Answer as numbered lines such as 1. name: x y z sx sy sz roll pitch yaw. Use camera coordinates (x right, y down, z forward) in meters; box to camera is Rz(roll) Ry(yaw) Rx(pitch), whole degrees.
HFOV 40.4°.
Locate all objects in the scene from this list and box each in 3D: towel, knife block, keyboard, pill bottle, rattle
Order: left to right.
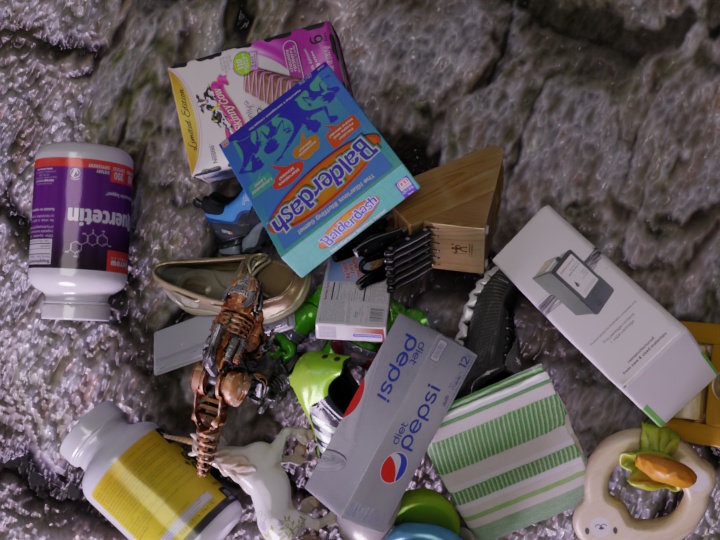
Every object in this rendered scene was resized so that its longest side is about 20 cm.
1. pill bottle: -0.325 -0.043 1.138 0.112 0.112 0.201 1 86 10
2. pill bottle: -0.238 0.242 1.100 0.200 0.112 0.112 41 93 10
3. keyboard: -0.159 0.068 1.117 0.199 0.011 0.056 -20 54 24
4. knife block: 0.056 -0.060 1.045 0.175 0.064 0.200 8 44 13
5. towel: 0.157 0.196 1.024 0.152 0.023 0.200 -24 123 7
6. rattle: 0.265 0.259 0.977 0.130 0.143 0.200 38 105 -10

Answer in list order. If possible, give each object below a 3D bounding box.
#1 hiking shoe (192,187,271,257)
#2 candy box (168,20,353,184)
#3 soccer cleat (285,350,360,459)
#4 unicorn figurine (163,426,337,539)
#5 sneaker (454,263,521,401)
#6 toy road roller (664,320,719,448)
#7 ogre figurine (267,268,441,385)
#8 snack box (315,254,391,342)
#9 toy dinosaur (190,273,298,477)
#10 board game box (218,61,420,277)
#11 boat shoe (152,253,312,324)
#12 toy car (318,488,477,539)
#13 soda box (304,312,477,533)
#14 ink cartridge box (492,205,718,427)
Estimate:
1. hiking shoe: -0.089 -0.089 1.112 0.200 0.074 0.087 -29 101 6
2. candy box: -0.110 -0.193 1.140 0.199 0.061 0.137 -15 84 9
3. soccer cleat: -0.011 0.172 1.048 0.081 0.068 0.200 -2 124 35
4. unicorn figurine: -0.101 0.228 1.071 0.200 0.137 0.074 57 133 21
5. sneaker: 0.143 0.082 1.051 0.090 0.066 0.200 20 71 31
6. toy road roller: 0.417 0.124 1.013 0.200 0.146 0.123 3 85 47
7. ogre figurine: 0.006 0.079 1.082 0.200 0.098 0.120 27 102 22
8. snack box: 0.000 0.000 1.048 0.072 0.200 0.024 2 129 5
9. toy dinosaur: -0.139 0.105 1.013 0.102 0.136 0.200 37 94 17
10. board game box: -0.049 -0.110 1.023 0.152 0.045 0.200 -37 50 5
11. boat shoe: -0.145 0.014 1.088 0.200 0.063 0.073 3 64 37
12. toy car: 0.038 0.324 1.004 0.175 0.150 0.200 39 87 -19
13. soda box: 0.029 0.148 0.960 0.068 0.063 0.200 27 88 51
14. ink cartridge box: 0.244 0.045 0.982 0.084 0.145 0.200 -45 52 6
